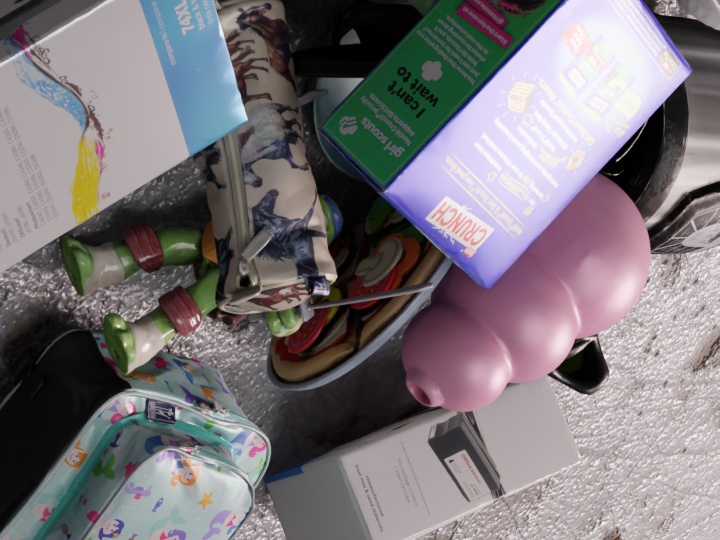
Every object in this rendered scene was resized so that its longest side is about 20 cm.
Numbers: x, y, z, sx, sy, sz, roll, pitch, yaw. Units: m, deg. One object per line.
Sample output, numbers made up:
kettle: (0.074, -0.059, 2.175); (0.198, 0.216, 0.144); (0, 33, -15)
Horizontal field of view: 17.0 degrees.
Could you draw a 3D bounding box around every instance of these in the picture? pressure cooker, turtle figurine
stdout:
pressure cooker: (0.230, -0.105, 1.794); (0.200, 0.176, 0.179); (1, 107, -44)
turtle figurine: (-0.090, -0.023, 1.606); (0.194, 0.200, 0.144); (-25, 104, -18)

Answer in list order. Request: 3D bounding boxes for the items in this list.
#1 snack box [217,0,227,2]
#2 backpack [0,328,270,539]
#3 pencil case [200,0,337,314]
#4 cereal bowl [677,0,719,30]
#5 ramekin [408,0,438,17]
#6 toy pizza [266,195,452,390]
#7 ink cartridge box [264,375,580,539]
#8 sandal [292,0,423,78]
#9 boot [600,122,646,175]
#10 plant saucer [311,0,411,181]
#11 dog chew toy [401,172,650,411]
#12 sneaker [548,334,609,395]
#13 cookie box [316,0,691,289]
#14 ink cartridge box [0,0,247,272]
snack box: (-0.029, -0.242, 1.544); (0.200, 0.037, 0.116); (-18, 137, -31)
backpack: (-0.161, 0.144, 1.691); (0.178, 0.151, 0.200); (-52, 148, 16)
pencil case: (-0.070, -0.074, 1.522); (0.078, 0.201, 0.089); (-12, 176, 9)
cereal bowl: (0.271, -0.269, 1.733); (0.200, 0.083, 0.201); (-10, 106, -40)
ramekin: (0.092, -0.242, 1.547); (0.200, 0.098, 0.200); (-29, 142, -25)
toy pizza: (0.000, 0.000, 1.688); (0.032, 0.200, 0.200); (43, 92, -19)
ink cartridge box: (0.048, 0.156, 1.882); (0.200, 0.084, 0.145); (-20, 178, -29)
sandal: (0.025, -0.161, 1.612); (0.200, 0.075, 0.048); (-16, 109, -42)
boot: (0.168, -0.180, 1.657); (0.077, 0.138, 0.200); (-9, 128, -38)
plant saucer: (0.044, -0.153, 1.701); (0.200, 0.027, 0.201); (-24, 136, -25)
dog chew toy: (0.106, 0.018, 1.647); (0.200, 0.124, 0.125); (-43, 144, -22)
sneaker: (0.135, 0.024, 1.785); (0.071, 0.083, 0.200); (-41, 135, -4)
cookie box: (0.095, -0.108, 1.530); (0.200, 0.075, 0.171); (-47, 146, 2)
ink cartridge box: (-0.198, -0.122, 1.410); (0.200, 0.147, 0.146); (-33, 141, -16)
